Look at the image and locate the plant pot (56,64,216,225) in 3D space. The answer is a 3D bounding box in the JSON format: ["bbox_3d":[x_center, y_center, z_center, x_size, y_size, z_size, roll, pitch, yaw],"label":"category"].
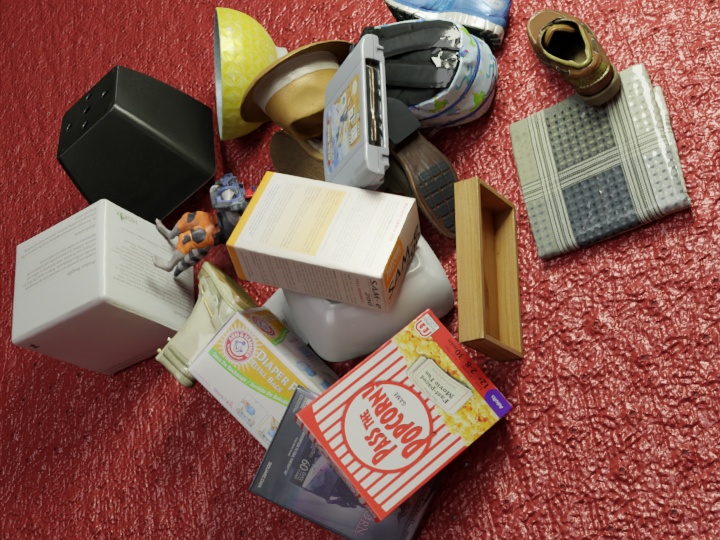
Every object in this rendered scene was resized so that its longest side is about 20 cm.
[{"bbox_3d":[-0.364,-0.202,1.520,0.199,0.177,0.200,-36,36,19],"label":"plant pot"}]

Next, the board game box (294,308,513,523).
[{"bbox_3d":[0.049,0.164,1.096,0.200,0.046,0.152,-38,79,-15],"label":"board game box"}]

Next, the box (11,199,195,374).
[{"bbox_3d":[-0.387,0.032,1.461,0.199,0.200,0.172,-23,58,26],"label":"box"}]

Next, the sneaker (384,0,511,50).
[{"bbox_3d":[0.124,-0.367,1.337,0.200,0.079,0.089,20,77,31],"label":"sneaker"}]

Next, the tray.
[{"bbox_3d":[0.152,0.000,1.144,0.037,0.099,0.200,-13,65,33],"label":"tray"}]

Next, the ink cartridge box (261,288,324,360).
[{"bbox_3d":[-0.083,0.076,1.311,0.200,0.059,0.104,-45,53,13],"label":"ink cartridge box"}]

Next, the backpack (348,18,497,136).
[{"bbox_3d":[0.084,-0.261,1.284,0.200,0.154,0.163,-11,61,56],"label":"backpack"}]

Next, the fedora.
[{"bbox_3d":[-0.074,-0.243,1.363,0.201,0.201,0.082,-36,77,20],"label":"fedora"}]

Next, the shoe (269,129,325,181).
[{"bbox_3d":[-0.066,-0.153,1.402,0.200,0.053,0.070,34,115,43],"label":"shoe"}]

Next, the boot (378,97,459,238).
[{"bbox_3d":[0.064,-0.124,1.260,0.200,0.075,0.097,60,152,-3],"label":"boot"}]

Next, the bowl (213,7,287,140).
[{"bbox_3d":[-0.167,-0.302,1.479,0.108,0.200,0.200,-3,62,-11],"label":"bowl"}]

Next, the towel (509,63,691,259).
[{"bbox_3d":[0.282,-0.129,1.151,0.192,0.035,0.200,-23,62,31],"label":"towel"}]

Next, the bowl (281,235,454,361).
[{"bbox_3d":[0.000,0.000,1.215,0.200,0.075,0.200,-24,54,-9],"label":"bowl"}]

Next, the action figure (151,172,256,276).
[{"bbox_3d":[-0.209,-0.074,1.441,0.193,0.105,0.200,-20,20,5],"label":"action figure"}]

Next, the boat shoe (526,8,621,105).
[{"bbox_3d":[0.254,-0.283,1.182,0.072,0.068,0.200,-41,39,11],"label":"boat shoe"}]

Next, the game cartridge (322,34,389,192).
[{"bbox_3d":[-0.008,-0.180,1.217,0.133,0.041,0.200,-37,49,53],"label":"game cartridge"}]

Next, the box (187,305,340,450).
[{"bbox_3d":[-0.101,0.149,1.210,0.200,0.112,0.101,43,101,10],"label":"box"}]

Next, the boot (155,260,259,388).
[{"bbox_3d":[-0.229,0.075,1.369,0.155,0.072,0.200,-52,26,0],"label":"boot"}]

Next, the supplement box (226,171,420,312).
[{"bbox_3d":[-0.042,-0.036,1.156,0.200,0.074,0.126,13,56,19],"label":"supplement box"}]

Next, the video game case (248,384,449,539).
[{"bbox_3d":[-0.014,0.241,1.132,0.200,0.019,0.143,26,100,4],"label":"video game case"}]
